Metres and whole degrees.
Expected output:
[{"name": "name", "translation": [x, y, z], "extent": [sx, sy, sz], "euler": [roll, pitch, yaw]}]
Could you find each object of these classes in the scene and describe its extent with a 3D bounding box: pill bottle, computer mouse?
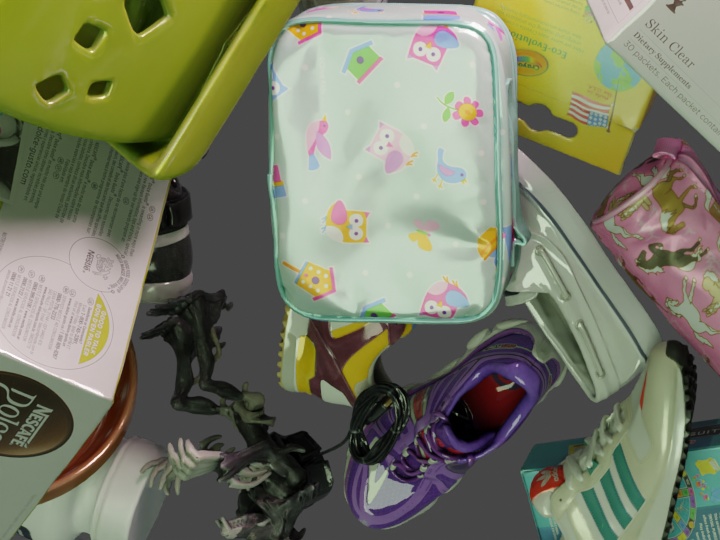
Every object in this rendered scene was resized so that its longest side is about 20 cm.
[{"name": "pill bottle", "translation": [-0.241, 0.132, 1.527], "extent": [0.199, 0.111, 0.111], "euler": [21, 116, 9]}, {"name": "computer mouse", "translation": [-0.020, 0.123, 1.467], "extent": [0.200, 0.034, 0.059], "euler": [-35, 74, 48]}]

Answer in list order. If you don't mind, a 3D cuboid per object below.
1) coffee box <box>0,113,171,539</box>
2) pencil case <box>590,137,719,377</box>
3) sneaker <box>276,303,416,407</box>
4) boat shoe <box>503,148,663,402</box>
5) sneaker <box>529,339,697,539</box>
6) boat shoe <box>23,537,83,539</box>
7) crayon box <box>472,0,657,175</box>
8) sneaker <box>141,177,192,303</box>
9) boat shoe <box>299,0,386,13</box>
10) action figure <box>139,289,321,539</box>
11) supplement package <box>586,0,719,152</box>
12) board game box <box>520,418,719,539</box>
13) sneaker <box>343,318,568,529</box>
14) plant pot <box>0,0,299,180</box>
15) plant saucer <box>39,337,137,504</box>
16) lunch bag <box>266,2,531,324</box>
[{"name": "coffee box", "translation": [-0.257, 0.022, 1.328], "extent": [0.197, 0.200, 0.200], "euler": [25, 135, -17]}, {"name": "pencil case", "translation": [0.233, 0.010, 1.339], "extent": [0.087, 0.083, 0.200], "euler": [-44, 93, -3]}, {"name": "sneaker", "translation": [0.000, 0.000, 1.420], "extent": [0.090, 0.075, 0.201], "euler": [13, 123, 10]}, {"name": "boat shoe", "translation": [0.115, -0.003, 1.366], "extent": [0.065, 0.074, 0.200], "euler": [-41, 95, -14]}, {"name": "sneaker", "translation": [0.158, 0.133, 1.367], "extent": [0.093, 0.070, 0.200], "euler": [12, 117, 7]}, {"name": "boat shoe", "translation": [-0.289, 0.251, 1.605], "extent": [0.201, 0.086, 0.075], "euler": [-6, 109, 21]}, {"name": "crayon box", "translation": [0.140, -0.174, 1.310], "extent": [0.127, 0.051, 0.201], "euler": [23, 116, 8]}, {"name": "sneaker", "translation": [-0.211, -0.048, 1.472], "extent": [0.199, 0.073, 0.112], "euler": [7, 110, 6]}, {"name": "boat shoe", "translation": [-0.003, -0.230, 1.306], "extent": [0.074, 0.086, 0.203], "euler": [22, 116, 8]}, {"name": "action figure", "translation": [-0.097, 0.121, 1.450], "extent": [0.201, 0.102, 0.119], "euler": [66, 153, 11]}, {"name": "supplement package", "translation": [0.230, -0.131, 1.200], "extent": [0.200, 0.156, 0.111], "euler": [39, 108, -22]}, {"name": "board game box", "translation": [0.224, 0.180, 1.430], "extent": [0.199, 0.047, 0.152], "euler": [-10, 107, 21]}, {"name": "sneaker", "translation": [0.053, 0.109, 1.437], "extent": [0.081, 0.083, 0.200], "euler": [42, 119, -2]}, {"name": "plant pot", "translation": [-0.155, -0.178, 1.271], "extent": [0.181, 0.199, 0.200], "euler": [29, 95, -33]}, {"name": "plant saucer", "translation": [-0.255, 0.081, 1.474], "extent": [0.200, 0.201, 0.032], "euler": [19, 145, 10]}, {"name": "lunch bag", "translation": [0.025, -0.063, 1.310], "extent": [0.160, 0.077, 0.201], "euler": [0, 105, 8]}]
